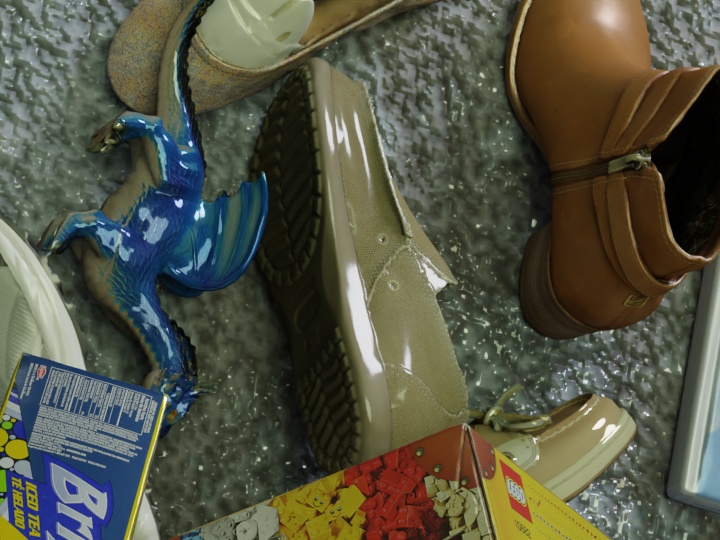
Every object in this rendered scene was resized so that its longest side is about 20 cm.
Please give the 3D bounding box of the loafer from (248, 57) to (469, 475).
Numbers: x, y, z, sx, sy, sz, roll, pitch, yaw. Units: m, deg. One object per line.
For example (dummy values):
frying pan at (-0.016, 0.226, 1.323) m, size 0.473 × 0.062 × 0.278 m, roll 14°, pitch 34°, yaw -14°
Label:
loafer at (0.000, 0.000, 1.246) m, size 0.067 × 0.076 × 0.200 m, roll 5°, pitch 64°, yaw -30°

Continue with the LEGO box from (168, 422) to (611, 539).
LEGO box at (0.025, 0.150, 1.120) m, size 0.149 × 0.200 × 0.077 m, roll -23°, pitch 59°, yaw 17°

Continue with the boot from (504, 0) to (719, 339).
boot at (0.121, -0.073, 1.268) m, size 0.077 × 0.155 × 0.200 m, roll 15°, pitch 72°, yaw -16°

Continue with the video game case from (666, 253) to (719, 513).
video game case at (0.247, 0.037, 1.360) m, size 0.182 × 0.022 × 0.200 m, roll 17°, pitch 72°, yaw -15°

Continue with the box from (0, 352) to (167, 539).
box at (-0.127, 0.130, 1.063) m, size 0.064 × 0.070 × 0.200 m, roll 16°, pitch 44°, yaw -2°

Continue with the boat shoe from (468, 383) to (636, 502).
boat shoe at (0.032, 0.097, 1.239) m, size 0.200 × 0.073 × 0.063 m, roll -27°, pitch 90°, yaw -23°

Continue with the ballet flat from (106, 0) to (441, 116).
ballet flat at (-0.024, -0.132, 1.278) m, size 0.200 × 0.067 × 0.068 m, roll -29°, pitch 87°, yaw -23°

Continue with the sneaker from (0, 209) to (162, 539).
sneaker at (-0.151, 0.054, 1.185) m, size 0.079 × 0.074 × 0.200 m, roll -23°, pitch 85°, yaw -18°

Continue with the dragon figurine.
dragon figurine at (-0.077, -0.023, 1.233) m, size 0.099 × 0.059 × 0.200 m, roll 28°, pitch 75°, yaw -13°
